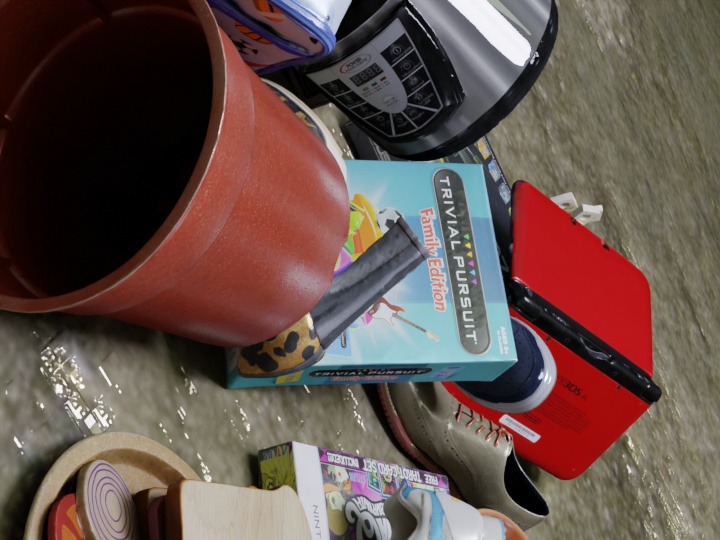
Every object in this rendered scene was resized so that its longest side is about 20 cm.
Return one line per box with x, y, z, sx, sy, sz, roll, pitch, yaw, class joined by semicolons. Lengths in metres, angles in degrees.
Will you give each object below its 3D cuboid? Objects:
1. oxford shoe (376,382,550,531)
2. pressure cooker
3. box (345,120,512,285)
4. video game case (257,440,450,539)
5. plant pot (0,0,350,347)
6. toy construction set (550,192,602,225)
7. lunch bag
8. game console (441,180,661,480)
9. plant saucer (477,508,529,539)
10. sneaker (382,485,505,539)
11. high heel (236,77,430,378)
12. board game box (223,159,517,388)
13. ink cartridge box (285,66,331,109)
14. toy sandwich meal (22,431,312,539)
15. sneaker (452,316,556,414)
0.080;0.124;1.176;0.201;0.074;0.071;55;33;-22;oxford shoe
0.018;-0.196;1.063;0.200;0.178;0.176;41;84;-30;pressure cooker
0.074;-0.069;1.314;0.201;0.049;0.161;64;33;-11;box
0.009;0.220;1.038;0.199;0.036;0.183;23;55;-52;video game case
-0.112;-0.051;0.866;0.195;0.199;0.202;30;47;-59;plant pot
0.193;0.032;1.419;0.131;0.092;0.202;25;63;-51;toy construction set
-0.103;-0.188;0.854;0.199;0.160;0.076;29;79;-25;lunch bag
0.156;0.055;1.289;0.199;0.172;0.119;33;18;-35;game console
0.096;0.274;1.087;0.200;0.032;0.202;37;44;-47;plant saucer
0.024;0.233;0.958;0.080;0.077;0.201;26;56;-6;sneaker
-0.065;-0.032;0.980;0.200;0.142;0.071;50;-1;28;high heel
0.000;0.000;1.046;0.198;0.047;0.152;0;68;-22;board game box
-0.008;-0.235;1.252;0.200;0.075;0.166;-32;101;-60;ink cartridge box
-0.102;0.178;0.845;0.205;0.070;0.207;37;43;-44;toy sandwich meal
0.057;0.028;1.128;0.108;0.070;0.200;39;2;-46;sneaker
